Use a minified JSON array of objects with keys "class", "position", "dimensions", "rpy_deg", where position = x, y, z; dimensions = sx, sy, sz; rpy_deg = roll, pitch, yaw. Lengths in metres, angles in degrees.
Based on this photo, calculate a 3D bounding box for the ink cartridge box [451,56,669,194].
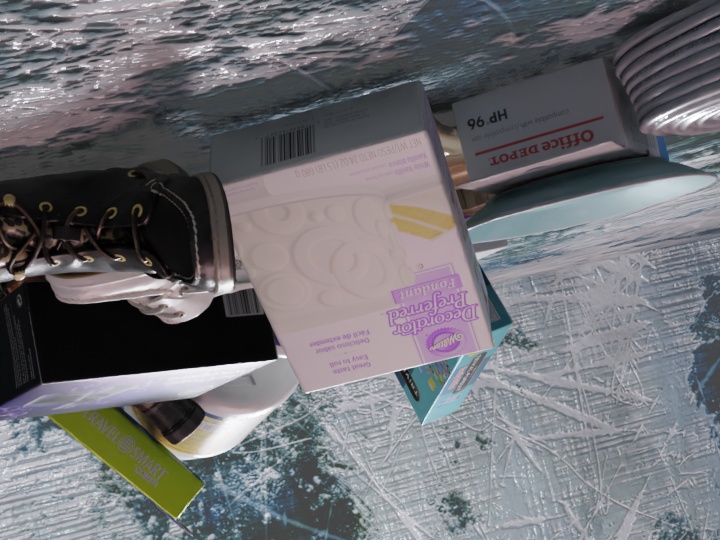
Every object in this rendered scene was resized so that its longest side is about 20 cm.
[{"class":"ink cartridge box","position":[0.143,-0.100,0.936],"dimensions":[0.115,0.068,0.200],"rpy_deg":[-15,175,23]}]

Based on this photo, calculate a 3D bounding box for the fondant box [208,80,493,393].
[{"class":"fondant box","position":[-0.001,-0.016,0.873],"dimensions":[0.143,0.058,0.201],"rpy_deg":[-14,132,9]}]

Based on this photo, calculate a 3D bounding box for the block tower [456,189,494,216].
[{"class":"block tower","position":[0.092,-0.077,1.136],"dimensions":[0.199,0.054,0.058],"rpy_deg":[-15,174,16]}]

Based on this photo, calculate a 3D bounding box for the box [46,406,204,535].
[{"class":"box","position":[-0.224,0.146,1.156],"dimensions":[0.048,0.200,0.122],"rpy_deg":[-49,-149,-11]}]

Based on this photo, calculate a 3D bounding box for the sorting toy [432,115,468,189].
[{"class":"sorting toy","position":[0.007,-0.082,1.002],"dimensions":[0.184,0.037,0.200],"rpy_deg":[-16,170,23]}]

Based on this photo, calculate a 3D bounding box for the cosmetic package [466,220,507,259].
[{"class":"cosmetic package","position":[0.047,-0.034,1.404],"dimensions":[0.199,0.075,0.102],"rpy_deg":[-10,174,-16]}]

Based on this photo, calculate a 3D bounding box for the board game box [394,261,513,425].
[{"class":"board game box","position":[0.067,0.040,1.270],"dimensions":[0.047,0.152,0.200],"rpy_deg":[-19,157,-22]}]

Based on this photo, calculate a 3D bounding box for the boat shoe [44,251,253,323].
[{"class":"boat shoe","position":[-0.131,0.006,0.911],"dimensions":[0.071,0.070,0.199],"rpy_deg":[23,-155,39]}]

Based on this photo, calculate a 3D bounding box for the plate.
[{"class":"plate","position":[0.160,-0.054,0.951],"dimensions":[0.199,0.026,0.200],"rpy_deg":[-12,174,-1]}]

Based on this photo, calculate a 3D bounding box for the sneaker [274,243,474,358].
[{"class":"sneaker","position":[0.000,0.000,1.101],"dimensions":[0.199,0.081,0.147],"rpy_deg":[-1,138,-17]}]

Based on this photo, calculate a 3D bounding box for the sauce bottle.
[{"class":"sauce bottle","position":[-0.211,0.065,1.100],"dimensions":[0.066,0.200,0.066],"rpy_deg":[-39,-166,12]}]

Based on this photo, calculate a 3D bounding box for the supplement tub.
[{"class":"supplement tub","position":[-0.147,0.097,1.251],"dimensions":[0.144,0.145,0.200],"rpy_deg":[-10,162,-28]}]

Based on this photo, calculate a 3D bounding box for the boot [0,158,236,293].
[{"class":"boot","position":[-0.164,-0.023,0.780],"dimensions":[0.150,0.074,0.200],"rpy_deg":[-8,-161,-21]}]

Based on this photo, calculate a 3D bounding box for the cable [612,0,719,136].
[{"class":"cable","position":[0.266,-0.138,0.831],"dimensions":[0.199,0.070,0.199],"rpy_deg":[-17,174,35]}]

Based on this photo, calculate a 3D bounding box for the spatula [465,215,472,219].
[{"class":"spatula","position":[0.137,-0.091,1.182],"dimensions":[0.199,0.057,0.021],"rpy_deg":[-21,-171,-2]}]

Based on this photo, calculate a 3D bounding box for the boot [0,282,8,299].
[{"class":"boot","position":[-0.263,0.022,1.154],"dimensions":[0.144,0.073,0.199],"rpy_deg":[17,152,-39]}]

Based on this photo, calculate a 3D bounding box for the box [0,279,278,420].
[{"class":"box","position":[-0.186,0.058,0.989],"dimensions":[0.199,0.079,0.141],"rpy_deg":[-3,167,-39]}]
